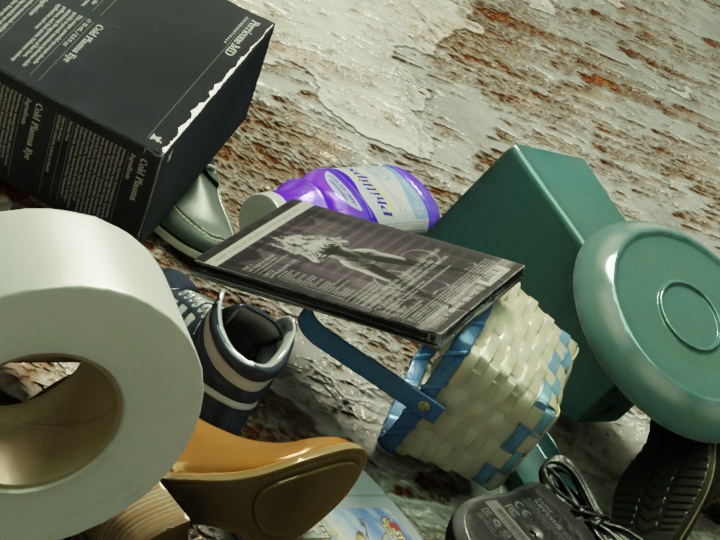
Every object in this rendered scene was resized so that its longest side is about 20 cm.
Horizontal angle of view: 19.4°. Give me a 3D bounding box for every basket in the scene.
[{"bbox_3d":[0.055,0.060,1.573,0.200,0.139,0.176,40,29,-2],"label":"basket"}]

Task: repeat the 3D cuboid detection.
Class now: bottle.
[{"bbox_3d":[-0.019,-0.046,1.750,0.199,0.065,0.084,-6,47,-51],"label":"bottle"}]

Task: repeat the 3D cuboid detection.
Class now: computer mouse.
[{"bbox_3d":[0.125,0.206,1.509,0.199,0.053,0.139,-3,48,-52],"label":"computer mouse"}]

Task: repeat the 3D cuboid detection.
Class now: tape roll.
[{"bbox_3d":[-0.193,0.064,1.194,0.201,0.203,0.071,13,33,-34],"label":"tape roll"}]

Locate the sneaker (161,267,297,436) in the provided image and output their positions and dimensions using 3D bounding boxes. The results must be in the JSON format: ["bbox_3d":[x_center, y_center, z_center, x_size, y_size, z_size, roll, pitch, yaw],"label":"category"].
[{"bbox_3d":[-0.103,0.039,1.473,0.070,0.109,0.201,19,30,-26],"label":"sneaker"}]

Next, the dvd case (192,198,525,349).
[{"bbox_3d":[0.000,0.000,1.526,0.199,0.016,0.149,17,27,23],"label":"dvd case"}]

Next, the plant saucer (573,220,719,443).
[{"bbox_3d":[0.255,0.041,1.669,0.199,0.027,0.201,20,49,-25],"label":"plant saucer"}]

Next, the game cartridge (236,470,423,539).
[{"bbox_3d":[-0.003,0.203,1.395,0.132,0.042,0.200,1,41,-40],"label":"game cartridge"}]

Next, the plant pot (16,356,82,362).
[{"bbox_3d":[-0.221,0.043,1.315,0.198,0.028,0.200,0,-2,0],"label":"plant pot"}]

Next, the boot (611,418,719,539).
[{"bbox_3d":[0.274,0.187,1.687,0.139,0.077,0.201,57,47,-35],"label":"boot"}]

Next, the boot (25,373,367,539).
[{"bbox_3d":[-0.108,0.110,1.355,0.199,0.074,0.155,-13,43,-35],"label":"boot"}]

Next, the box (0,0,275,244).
[{"bbox_3d":[-0.194,-0.143,1.603,0.181,0.105,0.200,28,44,7],"label":"box"}]

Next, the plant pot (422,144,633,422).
[{"bbox_3d":[0.168,0.021,1.750,0.201,0.141,0.141,54,23,23],"label":"plant pot"}]

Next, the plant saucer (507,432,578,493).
[{"bbox_3d":[0.129,0.143,1.655,0.070,0.019,0.200,9,34,-39],"label":"plant saucer"}]

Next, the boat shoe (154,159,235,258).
[{"bbox_3d":[-0.150,-0.086,1.678,0.072,0.062,0.200,7,37,-44],"label":"boat shoe"}]
